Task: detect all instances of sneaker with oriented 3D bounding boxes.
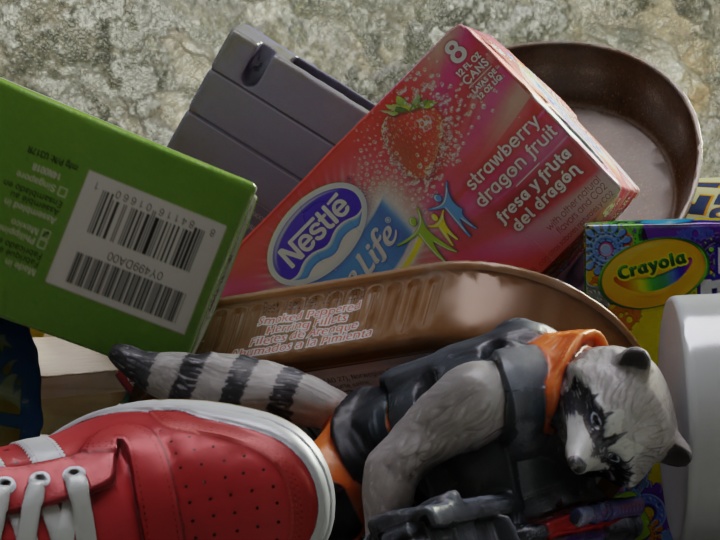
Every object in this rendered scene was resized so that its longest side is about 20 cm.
[{"bbox_3d":[-0.112,0.074,0.681,0.198,0.072,0.112,-9,-5,13],"label":"sneaker"}]

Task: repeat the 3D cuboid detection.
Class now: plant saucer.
[{"bbox_3d":[0.067,-0.027,1.195,0.199,0.201,0.035,-1,-41,27],"label":"plant saucer"}]

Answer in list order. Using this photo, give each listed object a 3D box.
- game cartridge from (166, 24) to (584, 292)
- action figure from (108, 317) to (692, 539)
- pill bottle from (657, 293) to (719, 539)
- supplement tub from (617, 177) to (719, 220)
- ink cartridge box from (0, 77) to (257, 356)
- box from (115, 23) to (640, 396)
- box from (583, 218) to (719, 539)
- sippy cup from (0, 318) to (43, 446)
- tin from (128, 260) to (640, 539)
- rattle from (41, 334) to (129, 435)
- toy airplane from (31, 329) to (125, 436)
[{"bbox_3d":[0.000,0.000,1.104,0.199,0.130,0.038,32,18,4],"label":"game cartridge"},{"bbox_3d":[0.006,0.058,0.799,0.192,0.106,0.200,-11,-6,19],"label":"action figure"},{"bbox_3d":[0.200,0.047,0.827,0.198,0.113,0.112,-1,1,0],"label":"pill bottle"},{"bbox_3d":[0.148,0.027,1.234,0.199,0.146,0.145,-1,1,27],"label":"supplement tub"},{"bbox_3d":[-0.146,-0.036,0.937,0.147,0.076,0.200,22,0,-26],"label":"ink cartridge box"},{"bbox_3d":[0.010,0.004,1.029,0.200,0.096,0.100,-45,-6,9],"label":"box"},{"bbox_3d":[0.198,0.041,1.001,0.198,0.123,0.193,-1,0,12],"label":"box"},{"bbox_3d":[-0.188,0.051,0.913,0.129,0.141,0.178,10,22,-27],"label":"sippy cup"},{"bbox_3d":[0.006,0.051,0.912,0.199,0.112,0.042,-10,40,30],"label":"tin"},{"bbox_3d":[-0.153,0.022,1.304,0.198,0.131,0.143,-3,39,20],"label":"rattle"},{"bbox_3d":[-0.179,0.036,1.118,0.198,0.142,0.200,0,1,28],"label":"toy airplane"}]
